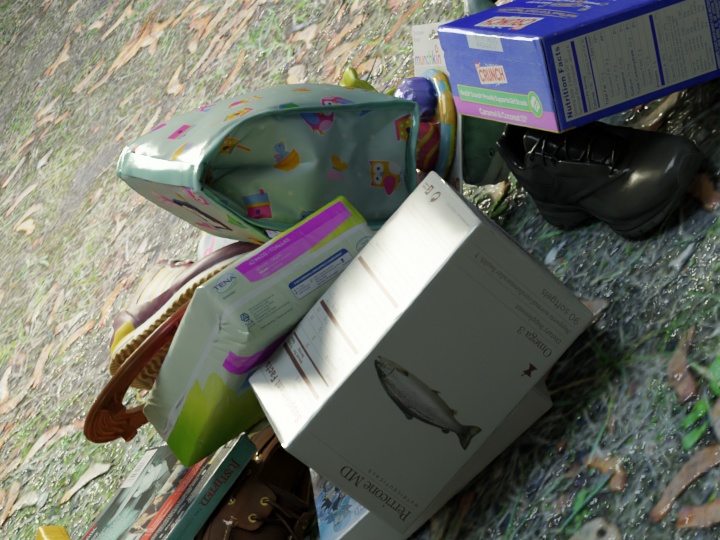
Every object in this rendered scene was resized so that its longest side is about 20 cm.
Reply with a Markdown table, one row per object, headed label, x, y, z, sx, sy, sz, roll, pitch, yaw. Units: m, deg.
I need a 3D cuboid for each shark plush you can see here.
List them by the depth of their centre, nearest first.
| label | x | y | z | sx | sy | sz | roll | pitch | yaw |
| --- | --- | --- | --- | --- | --- | --- | --- | --- | --- |
| shark plush | 0.104 | -0.168 | 1.728 | 0.091 | 0.083 | 0.201 | 1 | 93 | 52 |

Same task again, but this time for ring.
| label | x | y | z | sx | sy | sz | roll | pitch | yaw |
| --- | --- | --- | --- | --- | --- | --- | --- | --- | --- |
| ring | -0.133 | 0.067 | 1.665 | 0.200 | 0.019 | 0.200 | -42 | -12 | -11 |

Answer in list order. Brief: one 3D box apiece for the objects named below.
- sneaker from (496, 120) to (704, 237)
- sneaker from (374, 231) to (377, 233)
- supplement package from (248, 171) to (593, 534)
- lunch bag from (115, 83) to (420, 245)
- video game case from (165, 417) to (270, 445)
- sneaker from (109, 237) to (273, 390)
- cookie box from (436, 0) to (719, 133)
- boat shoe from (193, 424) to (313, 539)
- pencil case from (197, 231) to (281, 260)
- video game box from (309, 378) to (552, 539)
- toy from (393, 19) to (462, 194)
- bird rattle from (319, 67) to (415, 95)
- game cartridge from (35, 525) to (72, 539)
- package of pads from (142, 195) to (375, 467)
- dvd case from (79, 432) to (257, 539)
| label | x | y | z | sx | sy | sz | roll | pitch | yaw |
| --- | --- | --- | --- | --- | --- | --- | --- | --- | --- |
| sneaker | 0.167 | -0.077 | 1.566 | 0.200 | 0.091 | 0.076 | -2 | 52 | 58 |
| sneaker | 0.000 | 0.000 | 1.744 | 0.075 | 0.081 | 0.200 | -20 | 26 | 5 |
| supplement package | 0.039 | 0.055 | 1.469 | 0.200 | 0.117 | 0.117 | -50 | 26 | 6 |
| lunch bag | -0.074 | -0.081 | 1.684 | 0.170 | 0.199 | 0.122 | 15 | 112 | 61 |
| video game case | -0.080 | 0.105 | 1.838 | 0.200 | 0.023 | 0.182 | -53 | 24 | -6 |
| sneaker | -0.138 | 0.014 | 1.784 | 0.200 | 0.075 | 0.090 | -34 | 40 | 26 |
| cookie box | 0.183 | -0.170 | 1.568 | 0.199 | 0.075 | 0.171 | -20 | 16 | -19 |
| boat shoe | -0.076 | 0.190 | 1.646 | 0.068 | 0.072 | 0.200 | -36 | 26 | 36 |
| pencil case | -0.081 | -0.042 | 1.911 | 0.200 | 0.083 | 0.091 | 141 | 138 | -65 |
| video game box | 0.044 | 0.104 | 1.585 | 0.200 | 0.047 | 0.182 | -44 | 23 | 17 |
| toy | 0.046 | -0.097 | 1.721 | 0.115 | 0.047 | 0.201 | -168 | 73 | -71 |
| bird rattle | -0.014 | -0.103 | 1.926 | 0.200 | 0.112 | 0.164 | -18 | 56 | 56 |
| game cartridge | -0.225 | 0.317 | 1.664 | 0.200 | 0.032 | 0.177 | -140 | 58 | -61 |
| package of pads | -0.069 | 0.044 | 1.592 | 0.154 | 0.068 | 0.200 | -34 | -15 | -34 |
| dvd case | -0.167 | 0.196 | 1.707 | 0.146 | 0.022 | 0.200 | -54 | 18 | -23 |
